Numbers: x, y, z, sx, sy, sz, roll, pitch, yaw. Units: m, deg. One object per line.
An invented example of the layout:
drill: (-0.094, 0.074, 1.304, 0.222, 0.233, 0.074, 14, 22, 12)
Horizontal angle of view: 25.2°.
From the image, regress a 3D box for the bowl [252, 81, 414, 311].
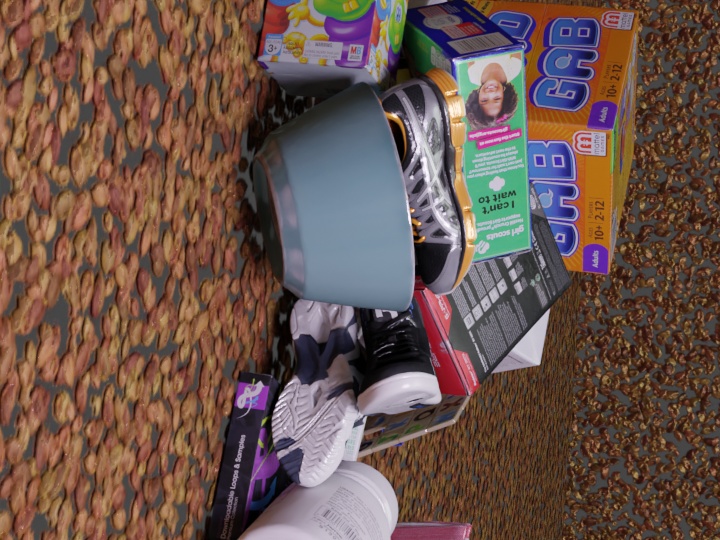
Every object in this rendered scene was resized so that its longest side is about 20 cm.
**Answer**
bowl: (-0.030, -0.053, 1.384, 0.201, 0.104, 0.203, 168, -90, -79)

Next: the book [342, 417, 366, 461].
book: (-0.029, 0.207, 1.611, 0.134, 0.048, 0.202, 115, -10, -76)

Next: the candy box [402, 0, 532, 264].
candy box: (0.097, -0.132, 1.507, 0.169, 0.076, 0.202, -125, -155, -62)

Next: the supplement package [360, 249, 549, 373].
supplement package: (0.095, 0.045, 1.734, 0.113, 0.199, 0.111, 30, 62, -33)

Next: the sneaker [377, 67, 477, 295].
sneaker: (0.051, -0.074, 1.416, 0.078, 0.077, 0.202, 22, -57, 62)

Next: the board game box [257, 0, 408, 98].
board game box: (-0.015, -0.264, 1.434, 0.103, 0.104, 0.202, 39, 58, -71)

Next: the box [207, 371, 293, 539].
box: (-0.094, 0.209, 1.465, 0.143, 0.036, 0.202, 55, 44, -67)

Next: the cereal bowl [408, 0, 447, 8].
cereal bowl: (0.036, -0.195, 1.683, 0.200, 0.082, 0.202, 7, 90, -74)

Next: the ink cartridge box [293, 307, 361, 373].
ink cartridge box: (0.000, 0.000, 1.616, 0.200, 0.050, 0.162, -63, 172, -56)

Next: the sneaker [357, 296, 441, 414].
sneaker: (0.024, 0.067, 1.431, 0.200, 0.072, 0.113, 55, 20, -81)

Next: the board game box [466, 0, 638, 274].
board game box: (0.185, -0.146, 1.721, 0.201, 0.198, 0.201, 83, 20, -44)

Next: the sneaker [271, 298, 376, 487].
sneaker: (-0.023, 0.131, 1.475, 0.130, 0.079, 0.200, 61, 19, -46)

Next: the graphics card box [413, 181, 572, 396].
graphics card box: (0.123, 0.015, 1.587, 0.200, 0.051, 0.126, -43, 118, -36)

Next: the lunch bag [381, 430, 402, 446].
lunch bag: (0.069, 0.110, 1.959, 0.151, 0.093, 0.202, -52, 157, -64)

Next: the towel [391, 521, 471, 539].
towel: (0.055, 0.391, 1.876, 0.030, 0.145, 0.202, 34, 59, -39)

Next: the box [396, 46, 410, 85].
box: (0.018, -0.133, 1.513, 0.050, 0.074, 0.202, 129, -49, -69)

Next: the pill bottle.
pill bottle: (-0.036, 0.242, 1.410, 0.200, 0.113, 0.116, -37, 132, -68)

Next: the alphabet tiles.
alphabet tiles: (0.054, 0.150, 1.761, 0.008, 0.166, 0.200, 63, 24, -10)
